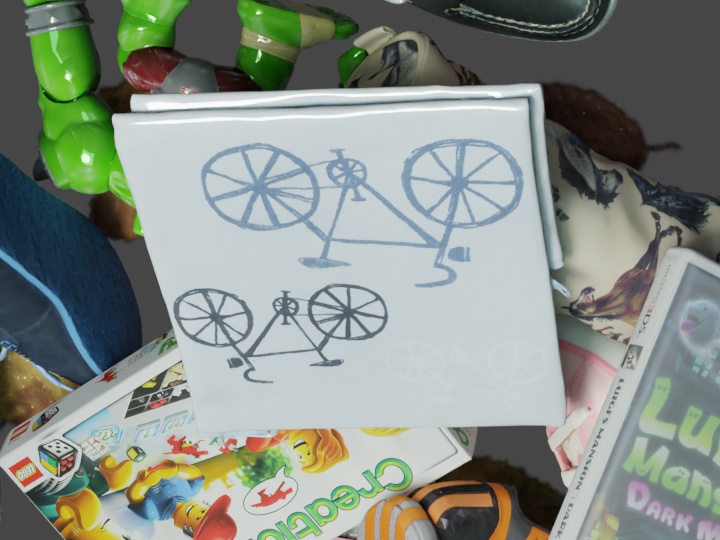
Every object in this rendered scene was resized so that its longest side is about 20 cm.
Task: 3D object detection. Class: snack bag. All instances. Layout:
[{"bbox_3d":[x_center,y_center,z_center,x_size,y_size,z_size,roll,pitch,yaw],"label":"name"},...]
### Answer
[{"bbox_3d":[0.000,0.000,1.225,0.188,0.021,0.200,-2,130,12],"label":"snack bag"}]

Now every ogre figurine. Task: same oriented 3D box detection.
[{"bbox_3d":[-0.081,-0.079,1.307,0.199,0.098,0.120,14,102,-9],"label":"ogre figurine"}]

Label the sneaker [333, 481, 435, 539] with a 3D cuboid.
[{"bbox_3d":[-0.007,0.182,1.368,0.071,0.099,0.201,14,108,12],"label":"sneaker"}]

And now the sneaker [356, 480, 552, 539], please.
[{"bbox_3d":[0.060,0.198,1.325,0.078,0.112,0.201,22,115,53],"label":"sneaker"}]

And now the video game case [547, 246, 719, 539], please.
[{"bbox_3d":[0.186,0.111,1.248,0.200,0.023,0.182,27,81,-25],"label":"video game case"}]

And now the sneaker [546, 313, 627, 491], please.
[{"bbox_3d":[0.126,0.117,1.295,0.105,0.075,0.200,-41,82,-23],"label":"sneaker"}]

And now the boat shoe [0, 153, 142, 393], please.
[{"bbox_3d":[-0.170,-0.004,1.329,0.068,0.084,0.200,-8,143,21],"label":"boat shoe"}]

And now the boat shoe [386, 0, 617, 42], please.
[{"bbox_3d":[0.023,-0.156,1.276,0.200,0.060,0.076,22,111,7],"label":"boat shoe"}]

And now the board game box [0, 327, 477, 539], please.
[{"bbox_3d":[-0.060,0.084,1.330,0.200,0.035,0.126,-32,109,21],"label":"board game box"}]

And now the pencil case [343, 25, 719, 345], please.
[{"bbox_3d":[0.078,-0.037,1.255,0.200,0.090,0.078,28,133,-18],"label":"pencil case"}]

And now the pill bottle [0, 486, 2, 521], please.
[{"bbox_3d":[-0.244,0.042,1.378,0.111,0.111,0.201,0,107,14],"label":"pill bottle"}]
